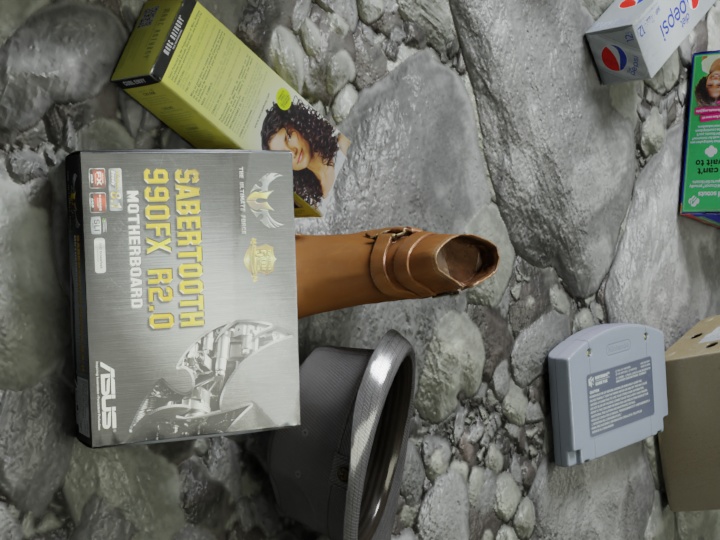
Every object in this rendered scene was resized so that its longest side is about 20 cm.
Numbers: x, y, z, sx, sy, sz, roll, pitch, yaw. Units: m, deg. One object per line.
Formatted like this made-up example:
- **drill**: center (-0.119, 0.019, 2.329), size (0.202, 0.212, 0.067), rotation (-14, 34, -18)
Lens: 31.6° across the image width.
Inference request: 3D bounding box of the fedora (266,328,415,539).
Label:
- **fedora**: center (-0.018, 0.139, 1.003), size (0.177, 0.089, 0.202), rotation (-52, 150, -62)

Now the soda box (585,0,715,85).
- **soda box**: center (0.329, -0.287, 1.424), size (0.200, 0.063, 0.069), rotation (-48, 121, -37)

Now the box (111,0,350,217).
- **box**: center (-0.093, -0.121, 0.973), size (0.200, 0.050, 0.076), rotation (37, 63, -40)

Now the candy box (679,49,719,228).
- **candy box**: center (0.470, -0.152, 1.569), size (0.168, 0.076, 0.202), rotation (13, 79, -48)

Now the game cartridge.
- **game cartridge**: center (0.269, 0.126, 1.379), size (0.199, 0.041, 0.135), rotation (-8, 92, -47)

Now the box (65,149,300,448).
- **box**: center (-0.124, 0.017, 0.902), size (0.157, 0.048, 0.203), rotation (-2, 92, -26)

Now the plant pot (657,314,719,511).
- **plant pot**: center (0.456, 0.149, 1.480), size (0.199, 0.199, 0.179), rotation (-28, 99, -43)

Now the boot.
- **boot**: center (0.000, 0.000, 0.996), size (0.199, 0.154, 0.075), rotation (-20, 105, -45)
